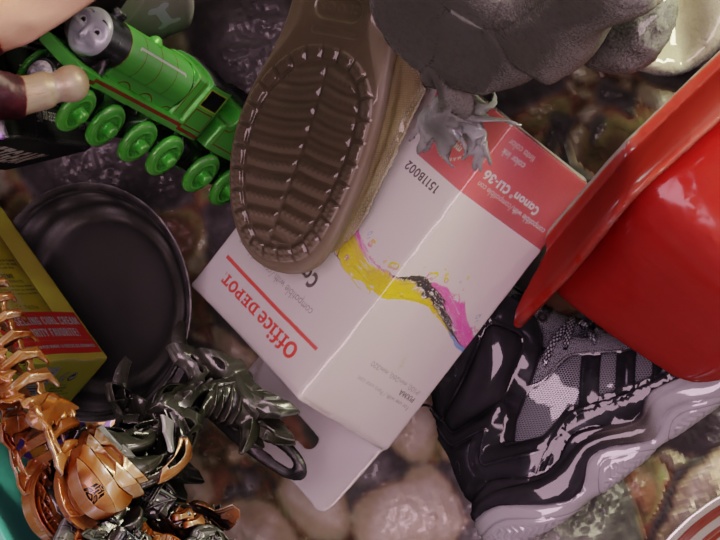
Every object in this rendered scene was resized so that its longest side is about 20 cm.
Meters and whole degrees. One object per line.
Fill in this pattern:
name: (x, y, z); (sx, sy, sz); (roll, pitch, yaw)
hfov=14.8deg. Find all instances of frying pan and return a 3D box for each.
frying pan: (-0.095, 0.023, 1.318); (0.189, 0.031, 0.116); (12, 97, 24)

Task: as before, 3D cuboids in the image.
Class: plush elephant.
plush elephant: (0.083, -0.151, 1.177); (0.164, 0.200, 0.155); (32, 61, 17)

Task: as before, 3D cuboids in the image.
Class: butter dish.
butter dish: (0.188, -0.022, 1.221); (0.199, 0.200, 0.148); (-42, 86, -21)

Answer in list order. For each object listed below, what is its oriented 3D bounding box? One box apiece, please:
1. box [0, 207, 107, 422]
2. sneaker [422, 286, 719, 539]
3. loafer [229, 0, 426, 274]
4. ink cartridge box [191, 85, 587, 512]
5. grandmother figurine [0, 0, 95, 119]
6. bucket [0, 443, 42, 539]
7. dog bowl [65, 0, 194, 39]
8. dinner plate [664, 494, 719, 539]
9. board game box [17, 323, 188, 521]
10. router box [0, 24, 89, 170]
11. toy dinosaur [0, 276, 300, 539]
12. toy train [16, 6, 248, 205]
box: (-0.208, -0.016, 1.323); (0.050, 0.075, 0.200); (-46, 67, 23)
sneaker: (0.112, 0.036, 1.317); (0.200, 0.075, 0.114); (-38, 86, 6)
loafer: (0.000, -0.093, 1.268); (0.075, 0.068, 0.201); (20, 95, 31)
ink cartridge box: (0.000, 0.000, 1.305); (0.200, 0.067, 0.116); (-53, 41, 5)
grandmother figurine: (-0.165, -0.114, 1.158); (0.200, 0.061, 0.121); (-39, 82, -2)
bucket: (-0.183, 0.183, 1.273); (0.134, 0.207, 0.208); (-33, 87, 3)
dog bowl: (-0.122, -0.195, 1.286); (0.058, 0.200, 0.202); (-11, 90, -8)
dinner plate: (0.223, 0.195, 1.334); (0.199, 0.024, 0.202); (0, 92, 6)
board game box: (-0.135, 0.117, 1.373); (0.095, 0.030, 0.201); (-18, 86, 7)
router box: (-0.181, -0.125, 1.285); (0.051, 0.200, 0.150); (-13, 90, 5)
toy dinosaur: (-0.103, 0.092, 1.230); (0.102, 0.136, 0.201); (-2, 113, 35)
toy train: (-0.093, -0.077, 1.281); (0.056, 0.200, 0.042); (-48, 66, 6)
